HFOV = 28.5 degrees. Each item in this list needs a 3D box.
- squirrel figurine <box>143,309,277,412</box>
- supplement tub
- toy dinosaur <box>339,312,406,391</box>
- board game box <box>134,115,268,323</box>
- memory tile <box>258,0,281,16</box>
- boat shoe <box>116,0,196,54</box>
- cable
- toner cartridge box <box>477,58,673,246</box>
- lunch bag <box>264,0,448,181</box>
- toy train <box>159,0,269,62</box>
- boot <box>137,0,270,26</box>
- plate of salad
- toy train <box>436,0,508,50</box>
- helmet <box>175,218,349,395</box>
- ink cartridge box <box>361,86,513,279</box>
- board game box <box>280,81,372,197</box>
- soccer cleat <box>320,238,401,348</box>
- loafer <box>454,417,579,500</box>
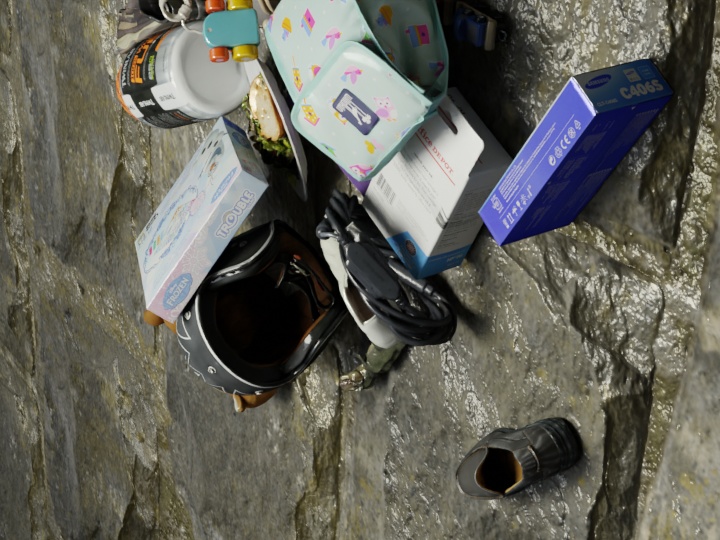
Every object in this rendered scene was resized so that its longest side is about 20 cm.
[{"bbox_3d":[-0.167,0.090,1.882,0.188,0.141,0.200,62,150,4],"label":"squirrel figurine"},{"bbox_3d":[-0.233,-0.248,1.826,0.199,0.122,0.124,-3,102,57],"label":"supplement tub"},{"bbox_3d":[0.024,0.072,1.664,0.089,0.047,0.200,60,143,12],"label":"toy dinosaur"},{"bbox_3d":[-0.194,-0.065,1.693,0.201,0.043,0.199,-54,23,13],"label":"board game box"},{"bbox_3d":[-0.092,-0.357,1.504,0.153,0.017,0.202,52,-144,-57],"label":"memory tile"},{"bbox_3d":[-0.284,-0.345,1.905,0.199,0.074,0.074,-10,97,57],"label":"boat shoe"},{"bbox_3d":[0.028,0.002,1.526,0.200,0.051,0.163,44,-166,-14],"label":"cable"},{"bbox_3d":[0.189,-0.103,1.275,0.043,0.094,0.200,58,145,20],"label":"toner cartridge box"},{"bbox_3d":[0.003,-0.207,1.389,0.170,0.121,0.202,-44,60,53],"label":"lunch bag"},{"bbox_3d":[-0.126,-0.326,1.615,0.150,0.200,0.056,44,173,2],"label":"toy train"},{"bbox_3d":[-0.179,-0.318,1.700,0.199,0.131,0.071,15,117,53],"label":"boot"},{"bbox_3d":[-0.111,-0.172,1.694,0.200,0.048,0.202,156,90,-82],"label":"plate of salad"},{"bbox_3d":[0.075,-0.267,1.416,0.200,0.045,0.034,38,134,42],"label":"toy train"},{"bbox_3d":[-0.127,0.053,1.704,0.190,0.200,0.201,-41,63,10],"label":"helmet"},{"bbox_3d":[0.084,-0.103,1.457,0.116,0.067,0.201,55,142,26],"label":"ink cartridge box"},{"bbox_3d":[-0.003,-0.202,1.559,0.200,0.056,0.166,52,141,30],"label":"board game box"},{"bbox_3d":[0.000,0.000,1.602,0.078,0.069,0.201,44,-164,-52],"label":"soccer cleat"},{"bbox_3d":[0.147,0.207,1.509,0.073,0.072,0.200,64,148,11],"label":"loafer"}]
